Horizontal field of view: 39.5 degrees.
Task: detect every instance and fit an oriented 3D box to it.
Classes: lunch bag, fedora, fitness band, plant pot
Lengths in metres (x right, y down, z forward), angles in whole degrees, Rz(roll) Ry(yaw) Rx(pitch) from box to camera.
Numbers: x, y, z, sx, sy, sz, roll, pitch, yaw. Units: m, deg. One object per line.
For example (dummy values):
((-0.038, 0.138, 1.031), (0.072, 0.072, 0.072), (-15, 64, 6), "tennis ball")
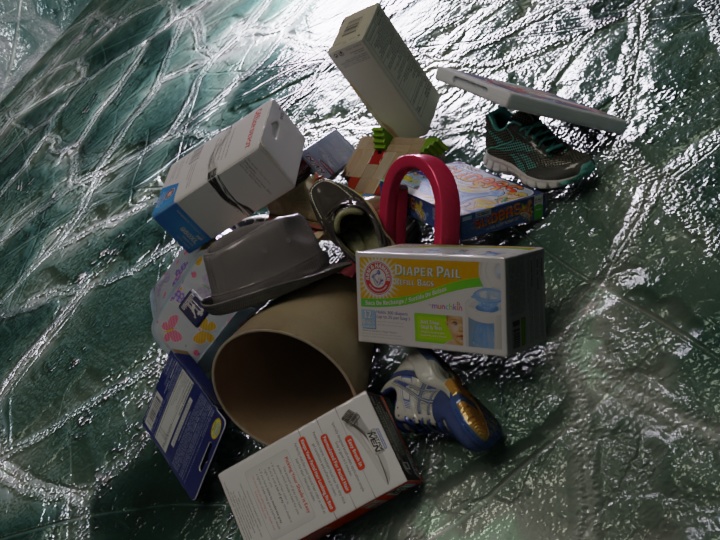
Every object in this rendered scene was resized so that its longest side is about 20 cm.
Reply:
((-0.220, 0.039, 1.469), (0.170, 0.127, 0.200), (-50, 33, 17), "lunch bag")
((-0.118, -0.017, 1.263), (0.200, 0.091, 0.177), (-22, 8, -26), "fedora")
((0.075, -0.048, 1.282), (0.037, 0.201, 0.144), (-6, 14, -31), "fitness band")
((-0.058, 0.093, 1.252), (0.187, 0.188, 0.200), (-16, 25, 30), "plant pot")

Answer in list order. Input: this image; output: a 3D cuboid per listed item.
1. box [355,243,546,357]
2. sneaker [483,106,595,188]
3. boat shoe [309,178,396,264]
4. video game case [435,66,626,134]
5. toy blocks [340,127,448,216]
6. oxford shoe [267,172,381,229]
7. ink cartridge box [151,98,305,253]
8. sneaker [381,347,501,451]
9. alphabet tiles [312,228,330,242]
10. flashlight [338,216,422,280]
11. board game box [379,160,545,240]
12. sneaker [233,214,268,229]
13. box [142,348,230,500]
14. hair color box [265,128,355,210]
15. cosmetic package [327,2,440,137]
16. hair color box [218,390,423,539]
((0.102, 0.029, 1.159), (0.199, 0.113, 0.101), (2, 8, 35), "box")
((0.227, -0.168, 1.332), (0.077, 0.091, 0.200), (-27, 29, -26), "sneaker")
((-0.010, -0.060, 1.299), (0.072, 0.066, 0.201), (-37, 56, 0), "boat shoe")
((0.227, -0.231, 1.352), (0.182, 0.199, 0.023), (40, 118, 56), "video game case")
((0.035, -0.129, 1.500), (0.200, 0.100, 0.137), (11, 69, 50), "toy blocks")
((-0.051, -0.098, 1.401), (0.199, 0.075, 0.070), (0, 14, 29), "oxford shoe")
((-0.184, -0.135, 1.422), (0.200, 0.084, 0.145), (-29, 29, 23), "ink cartridge box")
((0.086, 0.160, 1.120), (0.088, 0.075, 0.200), (-46, 24, 2), "sneaker")
((-0.094, -0.053, 1.432), (0.199, 0.015, 0.196), (-4, 12, 12), "alphabet tiles")
((0.000, 0.000, 1.394), (0.200, 0.068, 0.068), (-50, 9, -10), "flashlight")
((0.133, -0.098, 1.347), (0.135, 0.035, 0.200), (-16, 25, -26), "board game box")
((-0.214, -0.051, 1.648), (0.200, 0.078, 0.080), (-20, 29, 26), "sneaker")
((-0.226, 0.204, 1.333), (0.200, 0.032, 0.121), (39, 110, 52), "box")
((-0.078, -0.150, 1.553), (0.099, 0.061, 0.200), (-43, 4, 23), "hair color box")
((0.041, -0.310, 1.594), (0.071, 0.200, 0.105), (-13, 40, 34), "cosmetic package")
((-0.045, 0.231, 1.115), (0.200, 0.064, 0.111), (-31, 69, 12), "hair color box")
